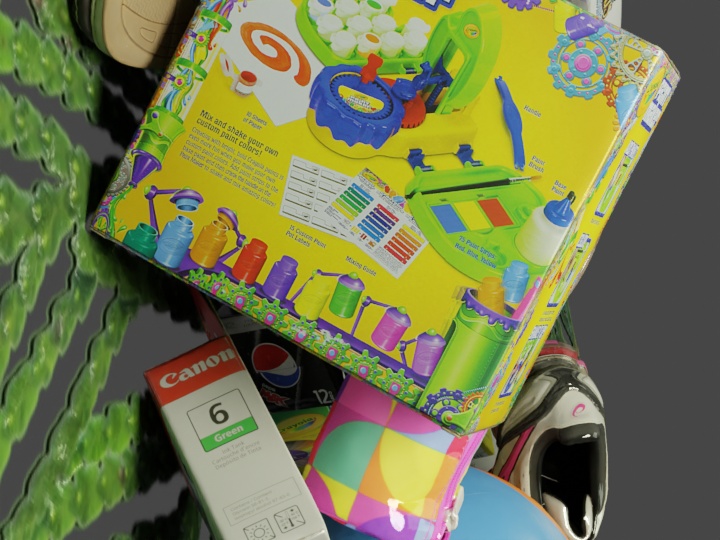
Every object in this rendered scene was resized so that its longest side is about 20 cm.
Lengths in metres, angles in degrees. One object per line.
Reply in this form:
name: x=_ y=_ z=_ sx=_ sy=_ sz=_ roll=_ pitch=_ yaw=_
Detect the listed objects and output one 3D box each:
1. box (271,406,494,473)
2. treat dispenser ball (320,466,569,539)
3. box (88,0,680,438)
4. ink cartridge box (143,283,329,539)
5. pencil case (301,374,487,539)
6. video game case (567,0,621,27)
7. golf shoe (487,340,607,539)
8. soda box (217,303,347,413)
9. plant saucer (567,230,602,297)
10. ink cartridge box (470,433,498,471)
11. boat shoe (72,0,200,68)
box: x=0.006 y=0.084 z=1.351 sx=0.200 sy=0.116 sz=0.049 roll=49 pitch=29 yaw=-72
treat dispenser ball: x=0.034 y=0.207 z=1.275 sx=0.201 sy=0.199 sz=0.203 roll=-2 pitch=90 yaw=-78
box: x=0.015 y=-0.056 z=1.059 sx=0.194 sy=0.199 sz=0.122 roll=-62 pitch=169 yaw=5
ink cartridge box: x=-0.064 y=0.096 z=1.126 sx=0.109 sy=0.050 sz=0.201 roll=75 pitch=-12 yaw=-49
pencil case: x=0.042 y=0.048 z=1.154 sx=0.088 sy=0.088 sz=0.201 roll=17 pitch=95 yaw=-77
video game case: x=0.043 y=-0.201 z=1.193 sx=0.046 sy=0.199 sz=0.182 roll=-59 pitch=162 yaw=-20
golf shoe: x=0.107 y=0.147 z=1.360 sx=0.092 sy=0.072 sz=0.201 roll=-112 pitch=-160 yaw=-55
soda box: x=0.000 y=0.000 z=1.273 sx=0.200 sy=0.070 sz=0.064 roll=-48 pitch=120 yaw=-48
plant saucer: x=0.049 y=-0.046 z=1.202 sx=0.034 sy=0.199 sz=0.202 roll=23 pitch=-55 yaw=53
ink cartridge box: x=0.059 y=0.187 z=1.525 sx=0.145 sy=0.143 sz=0.202 roll=44 pitch=47 yaw=-74
boat shoe: x=-0.084 y=-0.154 z=1.090 sx=0.200 sy=0.064 sz=0.072 roll=-42 pitch=147 yaw=-50
